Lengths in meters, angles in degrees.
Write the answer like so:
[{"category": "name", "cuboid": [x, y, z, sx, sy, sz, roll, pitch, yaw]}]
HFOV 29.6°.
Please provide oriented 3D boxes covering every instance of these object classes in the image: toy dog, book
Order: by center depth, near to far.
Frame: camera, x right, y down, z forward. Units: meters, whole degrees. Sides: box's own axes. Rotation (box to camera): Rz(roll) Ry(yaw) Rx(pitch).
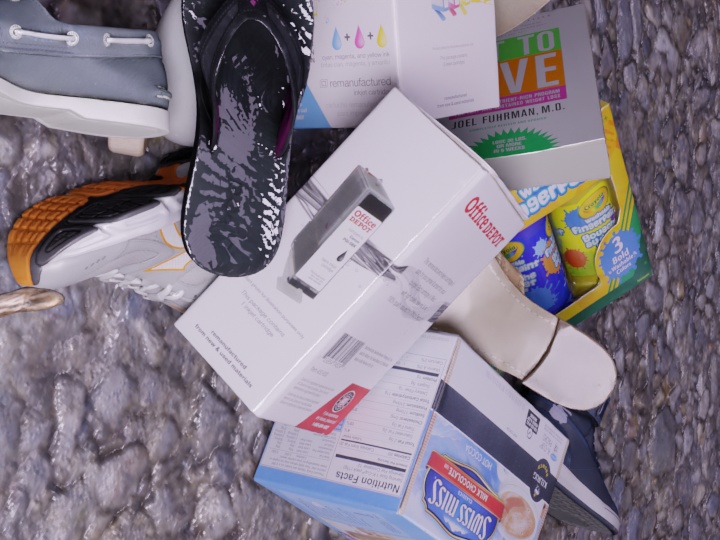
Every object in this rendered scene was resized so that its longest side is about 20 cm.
[{"category": "toy dog", "cuboid": [-0.089, -0.157, 0.814, 0.131, 0.096, 0.201, 27, 101, -14]}, {"category": "book", "cuboid": [0.111, -0.123, 1.014, 0.201, 0.133, 0.048, -84, 163, -54]}]

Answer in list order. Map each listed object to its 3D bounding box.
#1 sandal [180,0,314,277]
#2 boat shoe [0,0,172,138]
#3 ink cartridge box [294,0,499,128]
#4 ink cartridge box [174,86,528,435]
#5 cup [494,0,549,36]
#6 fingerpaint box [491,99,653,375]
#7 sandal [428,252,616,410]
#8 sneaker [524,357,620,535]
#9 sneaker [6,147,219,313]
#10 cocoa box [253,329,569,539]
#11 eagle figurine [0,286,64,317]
[{"category": "sandal", "cuboid": [-0.060, -0.095, 0.751, 0.075, 0.048, 0.202, -1, 98, -19]}, {"category": "boat shoe", "cuboid": [-0.183, -0.114, 0.699, 0.199, 0.073, 0.062, 9, 82, -43]}, {"category": "ink cartridge box", "cuboid": [0.006, -0.203, 0.923, 0.125, 0.128, 0.202, -19, 107, -51]}, {"category": "ink cartridge box", "cuboid": [0.000, 0.000, 0.860, 0.200, 0.083, 0.147, -47, 160, 3]}, {"category": "cup", "cuboid": [0.094, -0.296, 1.016, 0.143, 0.200, 0.201, 34, 62, -20]}, {"category": "fingerpaint box", "cuboid": [0.119, -0.023, 1.072, 0.199, 0.073, 0.168, -31, 122, -15]}, {"category": "sandal", "cuboid": [0.091, 0.025, 0.990, 0.078, 0.211, 0.070, -53, 179, 6]}, {"category": "sneaker", "cuboid": [0.211, 0.157, 1.291, 0.202, 0.077, 0.147, 47, 58, -45]}, {"category": "sneaker", "cuboid": [-0.122, -0.009, 0.808, 0.200, 0.075, 0.093, -26, 118, -50]}, {"category": "cocoa box", "cuboid": [0.042, 0.139, 0.997, 0.200, 0.133, 0.132, 43, 61, -48]}, {"category": "eagle figurine", "cuboid": [-0.242, -0.041, 0.587, 0.151, 0.151, 0.201, -36, 135, -25]}]
